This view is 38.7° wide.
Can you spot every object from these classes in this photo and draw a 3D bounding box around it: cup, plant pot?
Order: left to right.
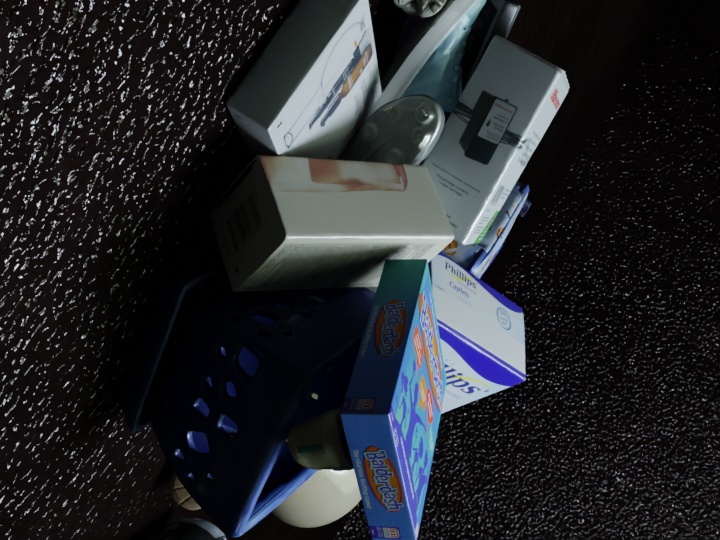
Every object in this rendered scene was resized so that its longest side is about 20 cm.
[{"bbox_3d":[-0.104,0.095,0.988,0.200,0.179,0.202,-29,148,-59],"label":"plant pot"},{"bbox_3d":[-0.092,0.228,1.385,0.201,0.199,0.143,-57,142,-9],"label":"cup"}]

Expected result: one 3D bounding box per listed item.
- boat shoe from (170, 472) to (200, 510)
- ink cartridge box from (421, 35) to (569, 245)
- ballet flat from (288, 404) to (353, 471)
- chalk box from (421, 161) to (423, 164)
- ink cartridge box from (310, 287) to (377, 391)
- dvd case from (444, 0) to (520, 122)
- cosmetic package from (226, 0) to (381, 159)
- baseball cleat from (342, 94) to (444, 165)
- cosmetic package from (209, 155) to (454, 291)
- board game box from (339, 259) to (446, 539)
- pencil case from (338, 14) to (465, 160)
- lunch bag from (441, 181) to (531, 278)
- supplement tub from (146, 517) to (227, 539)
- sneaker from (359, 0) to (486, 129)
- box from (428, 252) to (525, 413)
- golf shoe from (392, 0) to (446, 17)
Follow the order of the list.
[{"bbox_3d":[-0.165,0.191,1.240,0.202,0.071,0.065,-64,-179,0],"label":"boat shoe"},{"bbox_3d":[0.136,-0.134,1.095,0.202,0.083,0.146,-60,169,8],"label":"ink cartridge box"},{"bbox_3d":[-0.016,0.155,0.943,0.070,0.069,0.200,-59,162,1],"label":"ballet flat"},{"bbox_3d":[0.053,-0.067,1.359,0.125,0.123,0.201,-47,163,-44],"label":"chalk box"},{"bbox_3d":[-0.036,0.044,1.095,0.118,0.199,0.067,-63,166,19],"label":"ink cartridge box"},{"bbox_3d":[0.112,-0.247,1.191,0.151,0.024,0.202,-111,-144,-51],"label":"dvd case"},{"bbox_3d":[-0.045,-0.160,0.950,0.152,0.051,0.200,-54,167,-10],"label":"cosmetic package"},{"bbox_3d":[0.026,-0.114,1.063,0.199,0.070,0.106,-38,168,35],"label":"baseball cleat"},{"bbox_3d":[-0.025,-0.042,0.951,0.198,0.088,0.103,0,151,-40],"label":"cosmetic package"},{"bbox_3d":[0.035,0.110,0.909,0.201,0.044,0.153,-73,156,-50],"label":"board game box"},{"bbox_3d":[0.039,-0.184,1.152,0.085,0.084,0.202,20,102,-42],"label":"pencil case"},{"bbox_3d":[0.145,-0.034,1.343,0.200,0.075,0.161,-50,167,-36],"label":"lunch bag"},{"bbox_3d":[-0.244,0.392,1.254,0.124,0.122,0.200,-62,166,16],"label":"supplement tub"},{"bbox_3d":[0.083,-0.212,1.074,0.201,0.081,0.074,-51,-164,22],"label":"sneaker"},{"bbox_3d":[0.071,0.086,1.258,0.199,0.183,0.106,-28,-136,36],"label":"box"},{"bbox_3d":[0.092,-0.352,1.033,0.201,0.078,0.097,-56,-175,11],"label":"golf shoe"}]
